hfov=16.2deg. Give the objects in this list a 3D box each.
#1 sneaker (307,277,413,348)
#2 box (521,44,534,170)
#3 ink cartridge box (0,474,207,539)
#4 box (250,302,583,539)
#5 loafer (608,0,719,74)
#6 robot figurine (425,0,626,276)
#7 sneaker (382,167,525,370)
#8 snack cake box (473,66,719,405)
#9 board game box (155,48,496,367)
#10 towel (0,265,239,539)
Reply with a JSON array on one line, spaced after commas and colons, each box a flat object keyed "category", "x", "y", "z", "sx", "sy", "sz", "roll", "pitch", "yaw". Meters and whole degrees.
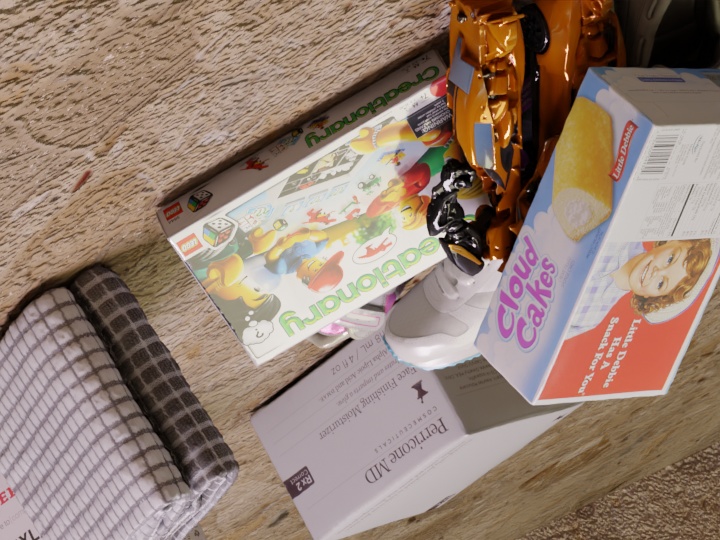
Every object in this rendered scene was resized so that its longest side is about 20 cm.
[{"category": "sneaker", "x": 0.000, "y": 0.000, "z": 1.692, "sx": 0.088, "sy": 0.081, "sz": 0.200, "roll": -60, "pitch": 178, "yaw": -24}, {"category": "box", "x": 0.136, "y": -0.085, "z": 1.667, "sx": 0.199, "sy": 0.036, "sz": 0.143, "roll": 13, "pitch": 142, "yaw": -35}, {"category": "ink cartridge box", "x": -0.210, "y": 0.244, "z": 1.956, "sx": 0.147, "sy": 0.200, "sz": 0.146, "roll": -37, "pitch": 163, "yaw": 28}, {"category": "box", "x": 0.051, "y": 0.120, "z": 2.189, "sx": 0.199, "sy": 0.131, "sz": 0.200, "roll": -39, "pitch": 164, "yaw": 32}, {"category": "loafer", "x": 0.190, "y": -0.134, "z": 1.546, "sx": 0.070, "sy": 0.070, "sz": 0.200, "roll": -28, "pitch": 142, "yaw": -10}, {"category": "robot figurine", "x": 0.105, "y": -0.084, "z": 1.521, "sx": 0.145, "sy": 0.058, "sz": 0.201, "roll": -23, "pitch": 127, "yaw": -26}, {"category": "sneaker", "x": 0.092, "y": -0.014, "z": 1.650, "sx": 0.200, "sy": 0.077, "sz": 0.081, "roll": -37, "pitch": 131, "yaw": 6}, {"category": "snack cake box", "x": 0.161, "y": -0.020, "z": 1.513, "sx": 0.115, "sy": 0.067, "sz": 0.201, "roll": -3, "pitch": 125, "yaw": -39}, {"category": "board game box", "x": -0.011, "y": -0.037, "z": 1.566, "sx": 0.200, "sy": 0.035, "sz": 0.126, "roll": -30, "pitch": 130, "yaw": 3}, {"category": "towel", "x": -0.166, "y": 0.107, "z": 1.638, "sx": 0.085, "sy": 0.166, "sz": 0.200, "roll": -28, "pitch": 168, "yaw": -30}]
